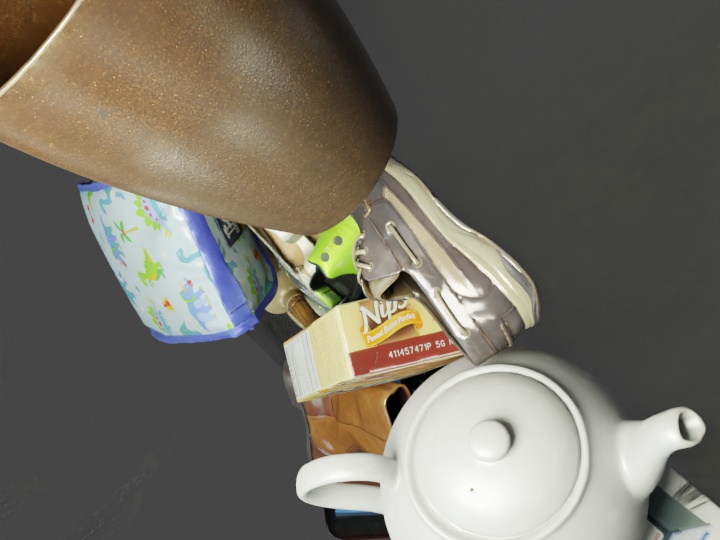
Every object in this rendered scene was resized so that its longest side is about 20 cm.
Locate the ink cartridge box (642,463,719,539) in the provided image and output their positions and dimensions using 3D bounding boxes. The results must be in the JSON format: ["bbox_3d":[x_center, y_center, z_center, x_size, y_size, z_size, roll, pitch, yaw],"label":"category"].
[{"bbox_3d":[0.194,0.217,0.850,0.199,0.147,0.086,39,168,22],"label":"ink cartridge box"}]

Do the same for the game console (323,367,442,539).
[{"bbox_3d":[0.030,0.186,1.207,0.172,0.117,0.203,-177,78,-74],"label":"game console"}]

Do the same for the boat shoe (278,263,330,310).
[{"bbox_3d":[-0.041,-0.008,1.123,0.200,0.060,0.072,48,170,-20],"label":"boat shoe"}]

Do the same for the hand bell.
[{"bbox_3d":[-0.060,0.039,1.205,0.200,0.104,0.104,43,173,43],"label":"hand bell"}]

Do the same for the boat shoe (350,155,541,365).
[{"bbox_3d":[0.027,-0.015,0.777,0.199,0.073,0.075,39,169,25],"label":"boat shoe"}]

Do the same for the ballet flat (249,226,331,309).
[{"bbox_3d":[-0.054,-0.026,1.049,0.201,0.072,0.072,48,169,-13],"label":"ballet flat"}]

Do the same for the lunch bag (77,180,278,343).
[{"bbox_3d":[-0.163,-0.029,1.072,0.172,0.126,0.200,63,165,-13],"label":"lunch bag"}]

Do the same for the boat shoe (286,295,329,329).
[{"bbox_3d":[0.000,0.097,1.310,0.201,0.063,0.073,51,-163,-24],"label":"boat shoe"}]

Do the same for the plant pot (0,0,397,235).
[{"bbox_3d":[-0.079,-0.108,0.611,0.199,0.188,0.186,33,178,-34],"label":"plant pot"}]

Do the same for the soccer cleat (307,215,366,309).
[{"bbox_3d":[0.000,0.000,0.922,0.067,0.081,0.200,40,172,19],"label":"soccer cleat"}]

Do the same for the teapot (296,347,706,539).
[{"bbox_3d":[0.090,0.132,0.772,0.197,0.201,0.146,37,173,28],"label":"teapot"}]

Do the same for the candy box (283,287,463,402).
[{"bbox_3d":[0.017,0.055,0.899,0.200,0.114,0.056,140,118,-72],"label":"candy box"}]

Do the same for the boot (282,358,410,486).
[{"bbox_3d":[0.021,0.166,1.098,0.199,0.068,0.191,13,125,57],"label":"boot"}]
